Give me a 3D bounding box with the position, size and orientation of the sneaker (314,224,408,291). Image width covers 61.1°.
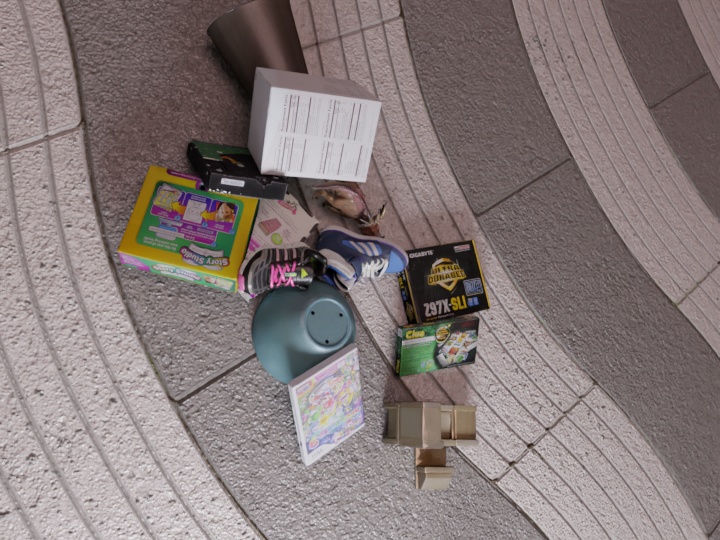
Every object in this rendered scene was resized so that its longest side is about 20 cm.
[{"bbox_3d":[0.000,0.000,1.194,0.197,0.081,0.148,19,43,-13],"label":"sneaker"}]

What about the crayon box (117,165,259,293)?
[{"bbox_3d":[-0.288,-0.072,1.047,0.196,0.058,0.175,14,64,-7],"label":"crayon box"}]

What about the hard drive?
[{"bbox_3d":[-0.226,-0.181,1.092,0.138,0.200,0.038,4,115,-30],"label":"hard drive"}]

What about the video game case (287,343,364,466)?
[{"bbox_3d":[-0.056,0.244,1.098,0.142,0.018,0.203,-29,131,-30],"label":"video game case"}]

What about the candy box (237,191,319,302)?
[{"bbox_3d":[-0.190,-0.062,1.149,0.136,0.061,0.201,44,63,-9],"label":"candy box"}]

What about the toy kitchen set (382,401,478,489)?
[{"bbox_3d":[0.163,0.339,1.163,0.196,0.180,0.167,7,76,-21],"label":"toy kitchen set"}]

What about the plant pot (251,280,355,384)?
[{"bbox_3d":[-0.086,0.106,1.120,0.197,0.134,0.204,7,75,-26],"label":"plant pot"}]

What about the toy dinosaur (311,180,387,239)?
[{"bbox_3d":[-0.014,-0.136,1.209,0.135,0.200,0.086,35,89,27],"label":"toy dinosaur"}]

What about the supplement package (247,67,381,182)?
[{"bbox_3d":[-0.089,-0.263,1.105,0.196,0.152,0.153,1,118,-22],"label":"supplement package"}]

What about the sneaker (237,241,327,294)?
[{"bbox_3d":[-0.127,-0.001,1.063,0.199,0.086,0.075,-21,123,-54],"label":"sneaker"}]

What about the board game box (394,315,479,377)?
[{"bbox_3d":[0.162,0.156,1.274,0.197,0.023,0.107,-4,109,-29],"label":"board game box"}]

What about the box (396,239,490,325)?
[{"bbox_3d":[0.177,0.026,1.324,0.197,0.049,0.163,-9,84,-29],"label":"box"}]

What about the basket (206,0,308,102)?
[{"bbox_3d":[-0.180,-0.405,1.201,0.178,0.136,0.203,-25,94,-15],"label":"basket"}]
